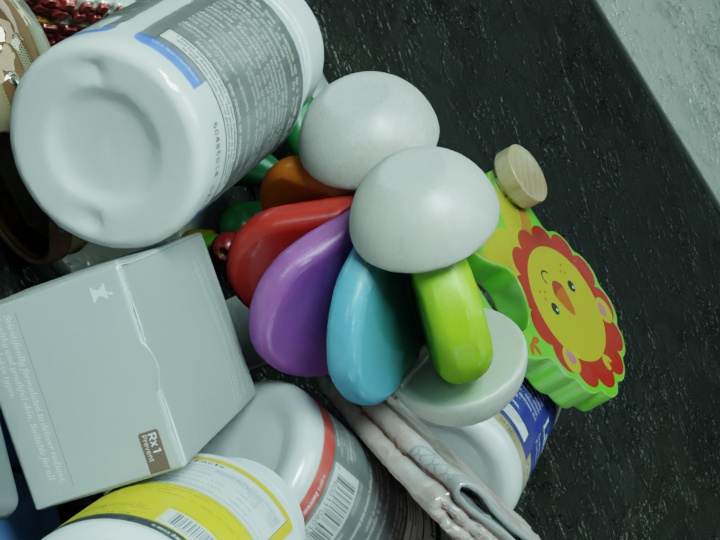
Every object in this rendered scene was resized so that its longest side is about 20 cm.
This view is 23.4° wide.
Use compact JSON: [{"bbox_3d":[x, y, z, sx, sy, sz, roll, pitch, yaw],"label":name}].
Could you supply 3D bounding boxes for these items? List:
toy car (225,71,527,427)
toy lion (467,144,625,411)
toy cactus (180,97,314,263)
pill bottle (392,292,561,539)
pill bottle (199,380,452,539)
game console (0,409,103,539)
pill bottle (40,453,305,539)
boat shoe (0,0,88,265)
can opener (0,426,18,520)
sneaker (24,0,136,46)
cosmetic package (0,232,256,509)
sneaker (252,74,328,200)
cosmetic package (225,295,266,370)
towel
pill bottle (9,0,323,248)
[{"bbox_3d":[0.000,0.000,1.001,0.200,0.149,0.176,-122,-166,-48],"label":"toy car"},{"bbox_3d":[0.116,0.017,1.230,0.192,0.068,0.200,59,29,0],"label":"toy lion"},{"bbox_3d":[-0.056,-0.072,1.120,0.164,0.102,0.201,22,52,-5],"label":"toy cactus"},{"bbox_3d":[0.085,0.098,1.268,0.116,0.115,0.200,61,30,-14],"label":"pill bottle"},{"bbox_3d":[-0.018,0.163,1.049,0.200,0.115,0.116,45,36,-37],"label":"pill bottle"},{"bbox_3d":[-0.200,0.102,0.867,0.200,0.031,0.178,18,57,-55],"label":"game console"},{"bbox_3d":[-0.090,0.154,0.853,0.113,0.111,0.200,68,14,-1],"label":"pill bottle"},{"bbox_3d":[-0.204,-0.091,0.945,0.201,0.075,0.072,57,33,-18],"label":"boat shoe"},{"bbox_3d":[-0.200,0.030,0.849,0.067,0.053,0.201,8,60,-57],"label":"can opener"},{"bbox_3d":[-0.183,-0.179,1.032,0.200,0.078,0.083,26,49,-52],"label":"sneaker"},{"bbox_3d":[-0.122,0.046,0.913,0.200,0.090,0.107,-26,99,-79],"label":"cosmetic package"},{"bbox_3d":[-0.042,-0.109,1.229,0.082,0.070,0.201,-5,81,-48],"label":"sneaker"},{"bbox_3d":[-0.016,0.015,1.185,0.200,0.082,0.051,-25,92,-61],"label":"cosmetic package"},{"bbox_3d":[0.072,0.148,1.051,0.200,0.032,0.191,45,-2,-29],"label":"towel"},{"bbox_3d":[-0.097,-0.097,0.956,0.114,0.113,0.200,62,28,-11],"label":"pill bottle"}]
